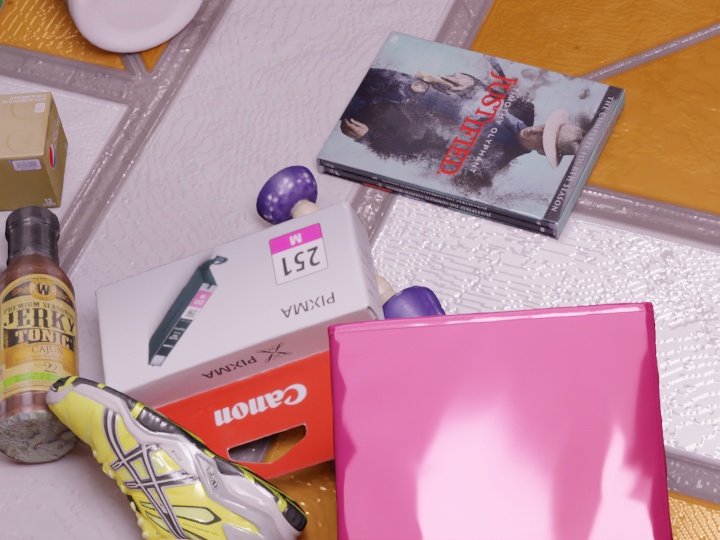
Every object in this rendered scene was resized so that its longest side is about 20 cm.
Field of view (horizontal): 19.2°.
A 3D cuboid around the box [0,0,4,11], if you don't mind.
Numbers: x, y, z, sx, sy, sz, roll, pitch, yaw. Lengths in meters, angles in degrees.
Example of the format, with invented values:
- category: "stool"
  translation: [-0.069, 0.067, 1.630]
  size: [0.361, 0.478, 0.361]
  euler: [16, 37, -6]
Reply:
- category: "box"
  translation: [-0.359, -0.262, 1.703]
  size: [0.096, 0.200, 0.177]
  euler: [5, 52, 11]

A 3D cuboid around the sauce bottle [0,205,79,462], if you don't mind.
- category: "sauce bottle"
  translation: [-0.236, 0.041, 1.535]
  size: [0.065, 0.065, 0.200]
  euler: [-10, 52, 0]

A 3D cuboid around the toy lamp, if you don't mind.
- category: "toy lamp"
  translation: [0.000, 0.000, 1.539]
  size: [0.058, 0.058, 0.200]
  euler: [-31, 56, -16]

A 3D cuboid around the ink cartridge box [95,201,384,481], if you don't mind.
- category: "ink cartridge box"
  translation: [-0.080, 0.061, 1.476]
  size: [0.200, 0.044, 0.174]
  euler: [-19, 54, 11]

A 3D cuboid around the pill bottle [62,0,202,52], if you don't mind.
- category: "pill bottle"
  translation: [-0.214, -0.282, 1.752]
  size: [0.114, 0.114, 0.200]
  euler: [-23, 53, -10]

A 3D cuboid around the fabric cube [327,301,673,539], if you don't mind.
- category: "fabric cube"
  translation: [0.088, 0.151, 1.294]
  size: [0.196, 0.200, 0.200]
  euler: [-5, 68, 3]

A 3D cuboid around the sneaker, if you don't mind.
- category: "sneaker"
  translation: [-0.135, 0.139, 1.420]
  size: [0.200, 0.075, 0.076]
  euler: [32, 88, 17]

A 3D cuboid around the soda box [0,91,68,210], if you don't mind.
- category: "soda box"
  translation: [-0.332, -0.087, 1.649]
  size: [0.200, 0.064, 0.068]
  euler: [-3, 52, 5]

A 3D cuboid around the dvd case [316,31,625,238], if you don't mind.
- category: "dvd case"
  translation: [0.085, -0.108, 1.633]
  size: [0.200, 0.022, 0.146]
  euler: [18, 57, 19]
